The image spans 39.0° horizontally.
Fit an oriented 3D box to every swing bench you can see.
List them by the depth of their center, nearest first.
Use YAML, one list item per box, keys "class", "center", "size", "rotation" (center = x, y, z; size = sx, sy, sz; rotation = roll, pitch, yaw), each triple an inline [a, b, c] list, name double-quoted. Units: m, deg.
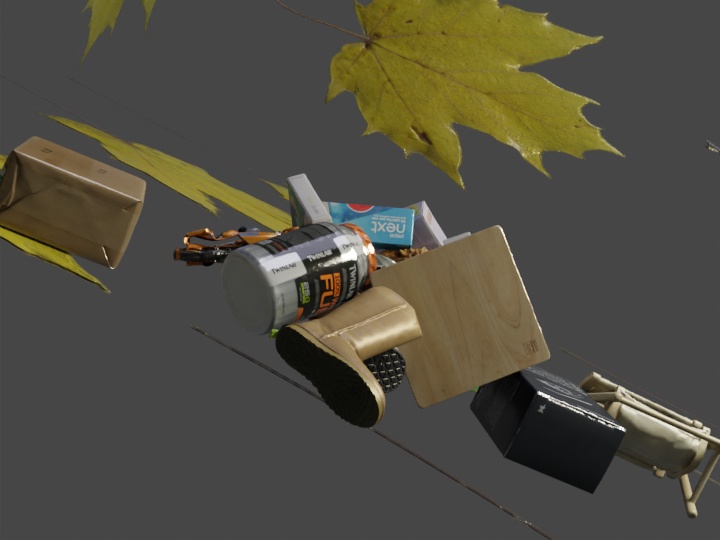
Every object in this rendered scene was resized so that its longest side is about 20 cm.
- class: "swing bench"
  center: [0.437, 0.260, 1.597]
  size: [0.198, 0.130, 0.200]
  rotation: [25, 7, -4]

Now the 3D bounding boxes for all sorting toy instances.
- class: "sorting toy"
  center: [0.135, 0.066, 1.439]
  size: [0.070, 0.198, 0.201]
  rotation: [126, -57, -84]

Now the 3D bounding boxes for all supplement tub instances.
- class: "supplement tub"
  center: [-0.081, 0.004, 1.404]
  size: [0.200, 0.123, 0.122]
  rotation: [-21, 39, -37]

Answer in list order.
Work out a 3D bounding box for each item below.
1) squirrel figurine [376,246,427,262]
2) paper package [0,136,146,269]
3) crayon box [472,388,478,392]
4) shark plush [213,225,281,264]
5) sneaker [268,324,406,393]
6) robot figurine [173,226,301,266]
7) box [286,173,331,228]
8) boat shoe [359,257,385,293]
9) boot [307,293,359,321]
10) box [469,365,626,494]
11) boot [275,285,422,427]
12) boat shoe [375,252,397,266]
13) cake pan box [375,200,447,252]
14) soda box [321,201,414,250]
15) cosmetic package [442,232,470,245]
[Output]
- class: "squirrel figurine"
  center: [0.099, 0.035, 1.837]
  size: [0.200, 0.141, 0.187]
  rotation: [61, -13, -19]
- class: "paper package"
  center: [-0.402, -0.100, 1.412]
  size: [0.190, 0.104, 0.200]
  rotation: [22, 9, -15]
- class: "crayon box"
  center: [0.190, 0.164, 1.736]
  size: [0.200, 0.052, 0.126]
  rotation: [20, 10, -38]
- class: "shark plush"
  center: [-0.162, -0.045, 1.747]
  size: [0.200, 0.091, 0.083]
  rotation: [-23, 10, -37]
- class: "sneaker"
  center: [-0.028, 0.105, 1.356]
  size: [0.200, 0.072, 0.083]
  rotation: [21, 8, -33]
- class: "robot figurine"
  center: [-0.190, -0.037, 1.578]
  size: [0.199, 0.058, 0.145]
  rotation: [-2, 2, -9]
- class: "box"
  center: [-0.076, -0.035, 1.638]
  size: [0.036, 0.201, 0.144]
  rotation: [-13, 36, -14]
- class: "boat shoe"
  center: [0.000, 0.000, 1.581]
  size: [0.068, 0.072, 0.200]
  rotation: [61, -6, -37]
- class: "boot"
  center: [-0.102, 0.034, 1.562]
  size: [0.199, 0.077, 0.155]
  rotation: [4, 7, -13]
- class: "box"
  center: [0.261, 0.211, 1.451]
  size: [0.148, 0.105, 0.200]
  rotation: [24, 8, -11]
- class: "boot"
  center: [0.016, 0.097, 1.264]
  size: [0.175, 0.066, 0.200]
  rotation: [43, 35, 22]
- class: "boat shoe"
  center: [-0.018, -0.003, 1.717]
  size: [0.202, 0.065, 0.074]
  rotation: [14, -10, 41]
- class: "cake pan box"
  center: [0.083, -0.020, 1.939]
  size: [0.200, 0.184, 0.052]
  rotation: [54, 31, -31]
- class: "soda box"
  center: [-0.005, -0.079, 1.813]
  size: [0.199, 0.068, 0.064]
  rotation: [5, -9, 2]
- class: "cosmetic package"
  center: [0.181, 0.046, 1.602]
  size: [0.200, 0.052, 0.151]
  rotation: [-93, 163, -69]
